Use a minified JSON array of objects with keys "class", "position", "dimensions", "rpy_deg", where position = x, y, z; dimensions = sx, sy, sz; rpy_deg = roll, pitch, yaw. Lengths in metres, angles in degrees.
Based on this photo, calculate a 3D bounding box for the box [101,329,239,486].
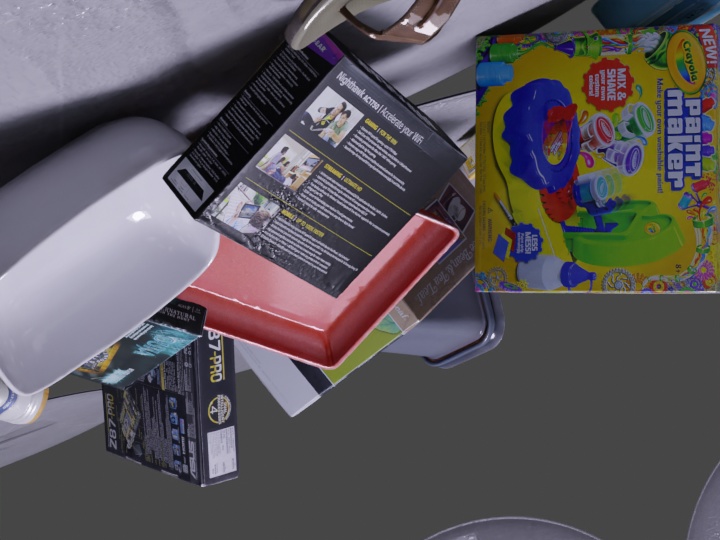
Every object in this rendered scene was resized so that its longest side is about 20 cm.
[{"class":"box","position":[-0.177,0.080,1.407],"dimensions":[0.049,0.203,0.160],"rpy_deg":[-12,-166,-43]}]

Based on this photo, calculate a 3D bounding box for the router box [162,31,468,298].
[{"class":"router box","position":[-0.026,-0.072,1.103],"dimensions":[0.149,0.051,0.200],"rpy_deg":[-46,148,8]}]

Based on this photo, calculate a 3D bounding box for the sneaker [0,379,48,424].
[{"class":"sneaker","position":[-0.373,0.080,1.380],"dimensions":[0.198,0.076,0.088],"rpy_deg":[12,176,24]}]

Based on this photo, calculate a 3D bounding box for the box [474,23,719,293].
[{"class":"box","position":[0.197,-0.083,1.240],"dimensions":[0.190,0.203,0.122],"rpy_deg":[-1,179,21]}]

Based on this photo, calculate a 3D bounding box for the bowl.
[{"class":"bowl","position":[-0.199,-0.020,1.112],"dimensions":[0.199,0.075,0.200],"rpy_deg":[-36,160,-16]}]

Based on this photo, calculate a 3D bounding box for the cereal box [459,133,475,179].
[{"class":"cereal box","position":[0.195,-0.154,1.514],"dimensions":[0.143,0.040,0.200],"rpy_deg":[-18,172,-23]}]

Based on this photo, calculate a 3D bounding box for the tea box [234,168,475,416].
[{"class":"tea box","position":[0.000,0.000,1.446],"dimensions":[0.196,0.134,0.200],"rpy_deg":[-38,-178,38]}]

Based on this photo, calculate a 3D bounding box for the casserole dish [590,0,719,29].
[{"class":"casserole dish","position":[0.270,-0.229,1.226],"dimensions":[0.120,0.039,0.200],"rpy_deg":[-14,170,-35]}]

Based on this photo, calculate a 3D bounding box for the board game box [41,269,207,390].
[{"class":"board game box","position":[-0.224,0.049,1.296],"dimensions":[0.134,0.028,0.200],"rpy_deg":[19,156,-22]}]

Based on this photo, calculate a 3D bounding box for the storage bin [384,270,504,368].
[{"class":"storage bin","position":[0.045,0.001,1.683],"dimensions":[0.133,0.202,0.145],"rpy_deg":[3,159,-41]}]

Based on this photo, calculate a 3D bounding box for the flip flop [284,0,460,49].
[{"class":"flip flop","position":[0.048,-0.174,0.972],"dimensions":[0.198,0.058,0.081],"rpy_deg":[-18,172,-15]}]

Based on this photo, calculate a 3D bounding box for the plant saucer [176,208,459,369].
[{"class":"plant saucer","position":[-0.054,-0.014,1.266],"dimensions":[0.198,0.037,0.200],"rpy_deg":[21,131,-27]}]
